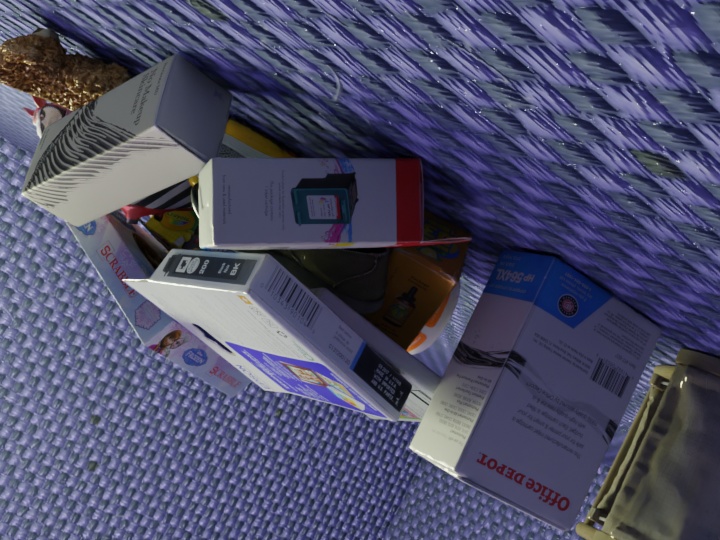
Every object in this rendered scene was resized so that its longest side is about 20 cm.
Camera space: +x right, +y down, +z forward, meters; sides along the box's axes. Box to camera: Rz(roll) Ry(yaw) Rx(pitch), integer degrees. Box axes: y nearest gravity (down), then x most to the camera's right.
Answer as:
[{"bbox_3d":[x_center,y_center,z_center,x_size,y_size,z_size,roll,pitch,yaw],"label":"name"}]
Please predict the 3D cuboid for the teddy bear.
[{"bbox_3d":[-0.262,-0.185,1.048,0.199,0.067,0.145,22,-177,-5],"label":"teddy bear"}]

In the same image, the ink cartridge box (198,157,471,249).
[{"bbox_3d":[-0.023,-0.051,0.828,0.199,0.068,0.116,-1,180,-14],"label":"ink cartridge box"}]

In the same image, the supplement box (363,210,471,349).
[{"bbox_3d":[0.034,0.028,1.009,0.066,0.069,0.200,28,142,-3],"label":"supplement box"}]

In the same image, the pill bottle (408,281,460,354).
[{"bbox_3d":[0.000,0.000,1.134,0.200,0.113,0.113,31,173,-21],"label":"pill bottle"}]

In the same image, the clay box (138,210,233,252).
[{"bbox_3d":[-0.143,-0.007,1.108,0.200,0.048,0.115,33,167,27],"label":"clay box"}]

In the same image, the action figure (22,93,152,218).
[{"bbox_3d":[-0.271,-0.137,1.145,0.200,0.149,0.134,39,165,-25],"label":"action figure"}]

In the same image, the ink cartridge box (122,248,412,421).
[{"bbox_3d":[-0.082,0.053,0.916,0.200,0.044,0.198,4,148,49],"label":"ink cartridge box"}]

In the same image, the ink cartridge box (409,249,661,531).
[{"bbox_3d":[0.153,0.104,0.921,0.146,0.201,0.084,31,172,-28],"label":"ink cartridge box"}]

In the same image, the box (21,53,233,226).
[{"bbox_3d":[-0.206,-0.109,0.917,0.199,0.083,0.068,-19,141,39],"label":"box"}]

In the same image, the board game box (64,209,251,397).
[{"bbox_3d":[-0.210,0.024,1.102,0.200,0.041,0.200,51,-179,27],"label":"board game box"}]

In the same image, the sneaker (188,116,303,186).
[{"bbox_3d":[-0.076,-0.071,1.023,0.199,0.082,0.078,28,173,-6],"label":"sneaker"}]

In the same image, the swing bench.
[{"bbox_3d":[0.306,0.192,0.986,0.129,0.200,0.200,26,173,13],"label":"swing bench"}]

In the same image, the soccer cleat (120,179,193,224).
[{"bbox_3d":[-0.156,-0.098,1.058,0.199,0.086,0.069,-6,-146,-26],"label":"soccer cleat"}]

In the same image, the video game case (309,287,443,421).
[{"bbox_3d":[-0.009,0.084,0.989,0.200,0.022,0.182,38,157,-23],"label":"video game case"}]

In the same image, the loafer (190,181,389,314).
[{"bbox_3d":[-0.057,-0.039,0.934,0.199,0.070,0.075,29,-152,4],"label":"loafer"}]
